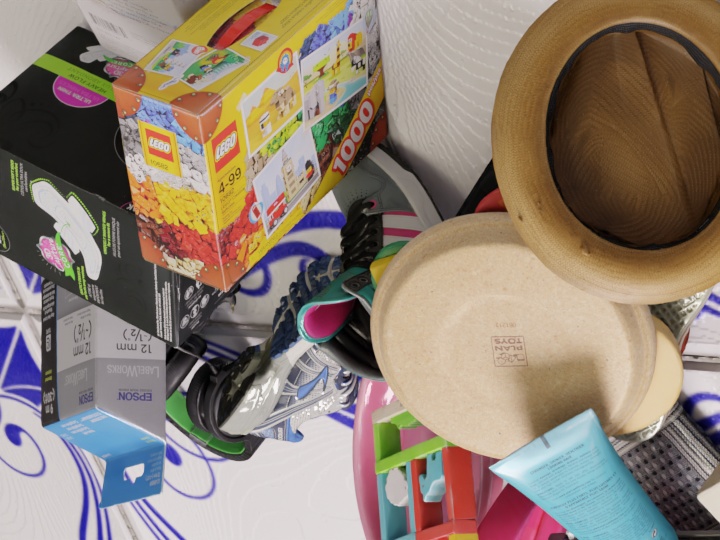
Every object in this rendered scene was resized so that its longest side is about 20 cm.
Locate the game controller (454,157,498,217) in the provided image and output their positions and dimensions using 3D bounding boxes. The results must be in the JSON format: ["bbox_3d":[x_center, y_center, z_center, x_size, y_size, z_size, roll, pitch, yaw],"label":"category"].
[{"bbox_3d":[0.108,-0.006,1.655,0.104,0.042,0.200,28,141,-2],"label":"game controller"}]

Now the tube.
[{"bbox_3d":[0.159,0.154,1.580,0.200,0.077,0.051,46,-169,-51],"label":"tube"}]

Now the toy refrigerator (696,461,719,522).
[{"bbox_3d":[0.318,0.118,1.541,0.070,0.076,0.200,46,141,-2],"label":"toy refrigerator"}]

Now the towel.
[{"bbox_3d":[0.203,0.171,1.724,0.193,0.035,0.200,47,142,-4],"label":"towel"}]

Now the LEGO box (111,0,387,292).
[{"bbox_3d":[-0.070,-0.108,1.585,0.077,0.200,0.150,20,136,28],"label":"LEGO box"}]

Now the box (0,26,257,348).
[{"bbox_3d":[-0.177,-0.066,1.759,0.199,0.149,0.125,26,140,21],"label":"box"}]

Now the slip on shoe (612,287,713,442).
[{"bbox_3d":[0.198,0.020,1.573,0.073,0.061,0.201,13,123,8],"label":"slip on shoe"}]

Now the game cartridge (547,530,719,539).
[{"bbox_3d":[0.244,0.238,1.694,0.199,0.039,0.130,-5,130,29],"label":"game cartridge"}]

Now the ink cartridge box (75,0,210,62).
[{"bbox_3d":[-0.147,-0.211,1.610,0.116,0.068,0.200,25,162,22],"label":"ink cartridge box"}]

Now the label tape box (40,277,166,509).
[{"bbox_3d":[-0.209,0.085,1.881,0.143,0.066,0.202,159,114,-63],"label":"label tape box"}]

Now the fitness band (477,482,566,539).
[{"bbox_3d":[0.105,0.224,1.724,0.037,0.144,0.201,29,135,17],"label":"fitness band"}]

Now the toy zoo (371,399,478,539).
[{"bbox_3d":[0.048,0.188,1.668,0.131,0.020,0.202,148,121,-63],"label":"toy zoo"}]

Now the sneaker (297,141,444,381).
[{"bbox_3d":[0.000,0.000,1.644,0.201,0.120,0.084,56,145,21],"label":"sneaker"}]

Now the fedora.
[{"bbox_3d":[0.173,-0.080,1.460,0.201,0.201,0.082,43,-179,1],"label":"fedora"}]

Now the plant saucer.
[{"bbox_3d":[0.053,0.140,1.749,0.200,0.050,0.202,179,90,-66],"label":"plant saucer"}]

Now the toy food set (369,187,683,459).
[{"bbox_3d":[0.103,0.040,1.543,0.199,0.049,0.199,-16,116,24],"label":"toy food set"}]

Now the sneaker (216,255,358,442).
[{"bbox_3d":[-0.032,0.064,1.817,0.085,0.077,0.200,24,132,-20],"label":"sneaker"}]

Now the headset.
[{"bbox_3d":[-0.125,0.079,1.925,0.123,0.094,0.200,31,155,18],"label":"headset"}]
